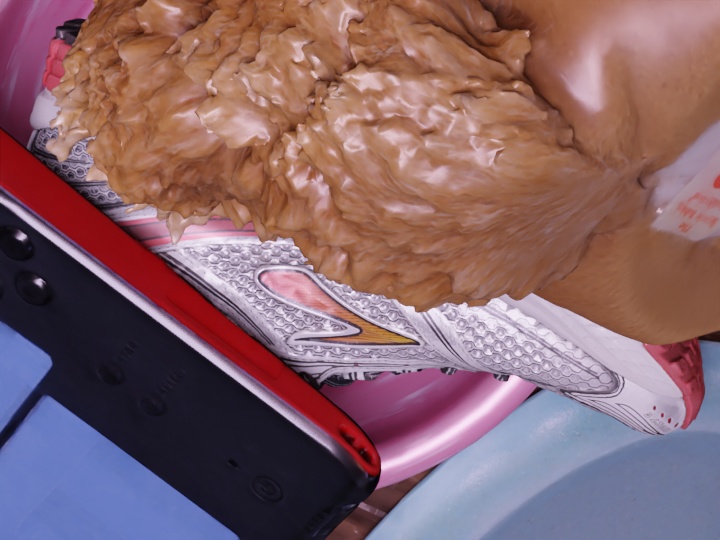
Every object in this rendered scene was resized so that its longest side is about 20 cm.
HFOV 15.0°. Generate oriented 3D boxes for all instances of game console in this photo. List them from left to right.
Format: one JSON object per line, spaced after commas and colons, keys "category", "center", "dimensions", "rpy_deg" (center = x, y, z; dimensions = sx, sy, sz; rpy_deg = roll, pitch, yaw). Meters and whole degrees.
{"category": "game console", "center": [-0.106, 0.048, 0.774], "dimensions": [0.177, 0.031, 0.200], "rpy_deg": [41, 138, -2]}

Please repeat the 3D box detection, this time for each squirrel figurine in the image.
{"category": "squirrel figurine", "center": [0.021, -0.079, 0.667], "dimensions": [0.200, 0.142, 0.187], "rpy_deg": [-21, 55, -29]}

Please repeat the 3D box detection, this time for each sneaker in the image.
{"category": "sneaker", "center": [0.000, 0.000, 0.753], "dimensions": [0.200, 0.078, 0.082], "rpy_deg": [23, 107, 6]}

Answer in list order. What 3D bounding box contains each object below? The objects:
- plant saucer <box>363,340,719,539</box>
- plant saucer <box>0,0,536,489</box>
{"category": "plant saucer", "center": [0.044, 0.102, 0.750], "dimensions": [0.200, 0.200, 0.027], "rpy_deg": [-43, 110, 8]}
{"category": "plant saucer", "center": [-0.025, -0.033, 0.805], "dimensions": [0.200, 0.051, 0.201], "rpy_deg": [0, 97, 3]}
